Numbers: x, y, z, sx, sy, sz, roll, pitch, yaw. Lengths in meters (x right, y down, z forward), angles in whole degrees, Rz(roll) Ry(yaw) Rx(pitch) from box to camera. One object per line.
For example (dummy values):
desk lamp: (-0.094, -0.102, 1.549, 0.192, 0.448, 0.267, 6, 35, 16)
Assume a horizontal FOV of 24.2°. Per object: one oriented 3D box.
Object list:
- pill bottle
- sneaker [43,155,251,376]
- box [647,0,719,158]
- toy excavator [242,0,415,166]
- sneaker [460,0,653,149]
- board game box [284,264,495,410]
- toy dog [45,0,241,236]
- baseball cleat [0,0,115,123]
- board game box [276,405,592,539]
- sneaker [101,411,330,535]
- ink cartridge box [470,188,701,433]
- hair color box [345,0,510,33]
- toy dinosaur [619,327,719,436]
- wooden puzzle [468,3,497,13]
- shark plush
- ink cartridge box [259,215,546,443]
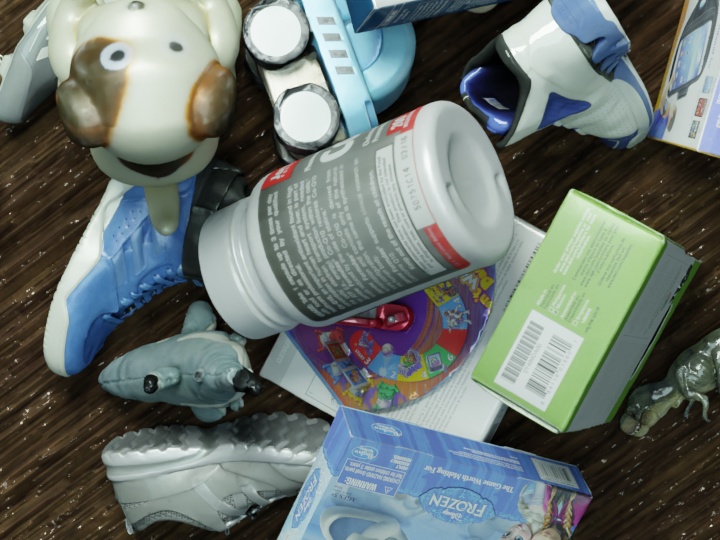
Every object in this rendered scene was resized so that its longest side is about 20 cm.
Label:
pill bottle: (-0.006, -0.029, 1.144, 0.199, 0.114, 0.115, -21, 97, 28)
sneaker: (-0.150, 0.002, 1.240, 0.111, 0.077, 0.201, 25, 90, 7)
box: (0.248, -0.139, 1.156, 0.041, 0.200, 0.120, 15, 97, -1)
toy excavator: (0.009, -0.188, 1.211, 0.199, 0.100, 0.196, -19, 85, -5)
sneaker: (0.130, -0.132, 1.168, 0.115, 0.199, 0.081, -30, 67, 7)
board game box: (0.000, 0.000, 1.228, 0.158, 0.039, 0.200, -40, 79, 11)
toy dog: (-0.147, -0.121, 1.105, 0.138, 0.200, 0.196, 6, 93, -8)
baseball cleat: (-0.186, -0.178, 1.222, 0.106, 0.070, 0.201, 32, 97, -1)
board game box: (0.038, 0.211, 1.226, 0.199, 0.043, 0.200, 16, 115, -21)
sneaker: (-0.092, 0.158, 1.270, 0.198, 0.075, 0.083, -4, 106, 11)
ink cartridge box: (0.167, 0.033, 1.196, 0.075, 0.200, 0.149, 30, 96, 18)
hair color box: (0.081, -0.232, 1.132, 0.199, 0.061, 0.101, -14, 85, -16)
toy dinosaur: (0.288, 0.072, 1.262, 0.200, 0.047, 0.088, -44, 88, 2)
wooden puzzle: (0.051, -0.306, 1.182, 0.199, 0.037, 0.186, 31, 75, -3)
shark plush: (-0.121, 0.085, 1.201, 0.083, 0.200, 0.092, -6, 104, -25)
ink cartridge box: (0.046, 0.035, 1.259, 0.175, 0.045, 0.201, 30, 97, 15)
